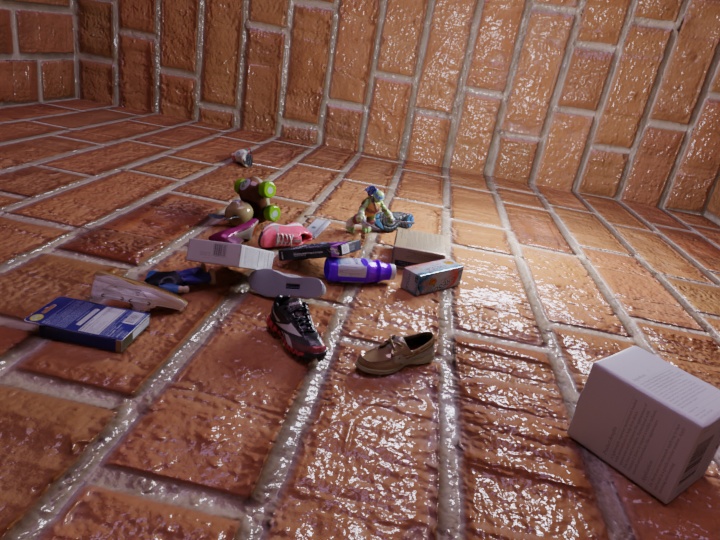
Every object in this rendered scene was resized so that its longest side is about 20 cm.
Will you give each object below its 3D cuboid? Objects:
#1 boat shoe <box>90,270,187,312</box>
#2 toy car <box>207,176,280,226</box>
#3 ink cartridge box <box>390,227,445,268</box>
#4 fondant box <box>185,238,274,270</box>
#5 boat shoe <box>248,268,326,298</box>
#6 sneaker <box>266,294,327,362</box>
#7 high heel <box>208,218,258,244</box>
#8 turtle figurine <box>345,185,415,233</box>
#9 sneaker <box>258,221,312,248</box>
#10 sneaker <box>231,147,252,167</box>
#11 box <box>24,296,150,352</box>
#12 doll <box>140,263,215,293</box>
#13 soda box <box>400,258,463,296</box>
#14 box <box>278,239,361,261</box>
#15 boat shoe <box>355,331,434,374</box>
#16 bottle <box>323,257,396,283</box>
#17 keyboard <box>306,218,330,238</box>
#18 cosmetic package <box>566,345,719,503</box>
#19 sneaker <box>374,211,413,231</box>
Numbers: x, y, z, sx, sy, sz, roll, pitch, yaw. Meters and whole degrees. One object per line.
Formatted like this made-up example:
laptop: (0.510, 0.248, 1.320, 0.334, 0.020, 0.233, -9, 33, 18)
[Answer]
boat shoe: (-0.484, 0.061, 1.201, 0.199, 0.070, 0.071, 21, -4, -26)
toy car: (-0.395, -0.209, 1.797, 0.164, 0.159, 0.200, 12, 31, 40)
ink cartridge box: (0.186, -0.064, 1.763, 0.164, 0.075, 0.200, 10, 23, 4)
fondant box: (-0.326, -0.037, 1.397, 0.143, 0.059, 0.200, 8, -2, 14)
boat shoe: (-0.183, 0.039, 1.388, 0.199, 0.071, 0.070, 4, -10, 10)
sneaker: (-0.135, 0.116, 1.168, 0.071, 0.098, 0.200, -5, 28, -37)
high heel: (-0.380, -0.124, 1.673, 0.096, 0.068, 0.200, 22, 26, 1)
turtle figurine: (0.040, -0.168, 1.869, 0.144, 0.194, 0.200, -39, 89, -34)
sneaker: (-0.227, -0.107, 1.696, 0.087, 0.074, 0.200, 26, 27, 31)
sneaker: (-0.566, -0.530, 2.604, 0.093, 0.071, 0.200, -10, 26, -2)
box: (-0.546, 0.105, 1.105, 0.199, 0.033, 0.121, 12, 22, 2)
doll: (-0.448, 0.027, 1.315, 0.136, 0.049, 0.199, 26, 27, 36)
soda box: (0.210, 0.017, 1.593, 0.199, 0.064, 0.068, -12, 30, -40)
box: (-0.115, -0.059, 1.571, 0.199, 0.036, 0.143, -5, 7, 22)
boat shoe: (0.078, 0.168, 1.168, 0.199, 0.067, 0.074, -8, 28, -37)
bottle: (0.000, 0.000, 1.542, 0.199, 0.066, 0.084, 3, 18, -16)
keyboard: (-0.156, -0.147, 1.911, 0.056, 0.011, 0.200, 8, 21, 10)
cosmetic package: (0.520, 0.266, 0.988, 0.164, 0.166, 0.200, -8, 29, -37)
sneaker: (0.108, -0.184, 2.045, 0.199, 0.074, 0.082, -2, 12, -45)
